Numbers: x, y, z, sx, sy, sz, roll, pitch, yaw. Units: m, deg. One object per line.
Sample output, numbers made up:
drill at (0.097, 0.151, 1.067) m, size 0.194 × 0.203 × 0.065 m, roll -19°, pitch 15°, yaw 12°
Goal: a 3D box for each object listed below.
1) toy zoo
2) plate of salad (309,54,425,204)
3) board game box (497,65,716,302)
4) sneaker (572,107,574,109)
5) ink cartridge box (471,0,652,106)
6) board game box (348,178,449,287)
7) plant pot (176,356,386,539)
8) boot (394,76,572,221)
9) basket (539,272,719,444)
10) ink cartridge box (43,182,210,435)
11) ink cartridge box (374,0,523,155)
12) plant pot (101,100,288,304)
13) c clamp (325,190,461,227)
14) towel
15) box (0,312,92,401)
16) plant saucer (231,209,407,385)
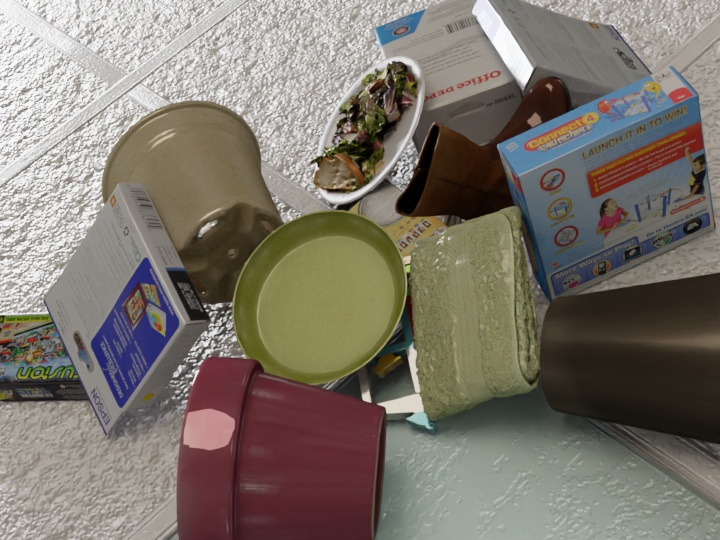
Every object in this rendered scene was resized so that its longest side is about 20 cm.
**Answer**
toy zoo at (0.057, 0.078, 1.403) m, size 0.130 × 0.020 × 0.201 m, roll -14°, pitch 62°, yaw 4°
plate of salad at (0.002, -0.174, 1.596) m, size 0.200 × 0.048 × 0.201 m, roll -36°, pitch 39°, yaw 36°
board game box at (0.259, -0.085, 1.382) m, size 0.199 × 0.196 × 0.056 m, roll -24°, pitch 44°, yaw -2°
sneaker at (0.237, -0.127, 1.527) m, size 0.082 × 0.078 × 0.200 m, roll -33°, pitch 37°, yaw -1°
ink cartridge box at (0.252, -0.256, 1.604) m, size 0.199 × 0.041 × 0.200 m, roll 10°, pitch 34°, yaw -24°
board game box at (0.000, 0.000, 1.503) m, size 0.200 × 0.035 × 0.135 m, roll -41°, pitch 49°, yaw -10°
plant pot at (-0.069, 0.187, 1.278) m, size 0.178 × 0.201 × 0.201 m, roll 4°, pitch 49°, yaw 4°
boot at (0.131, -0.136, 1.432) m, size 0.068 × 0.199 × 0.189 m, roll 40°, pitch 110°, yaw 36°
basket at (0.282, 0.080, 1.268) m, size 0.199 × 0.136 × 0.181 m, roll 0°, pitch 61°, yaw 26°
ink cartridge box at (-0.260, 0.043, 1.469) m, size 0.047 × 0.200 × 0.198 m, roll -3°, pitch 52°, yaw -43°
ink cartridge box at (0.112, -0.244, 1.669) m, size 0.145 × 0.084 × 0.201 m, roll -19°, pitch 45°, yaw 5°
plant pot at (-0.174, -0.064, 1.527) m, size 0.200 × 0.201 × 0.184 m, roll -30°, pitch 43°, yaw -8°
c clamp at (0.035, -0.070, 1.578) m, size 0.199 × 0.027 × 0.171 m, roll 10°, pitch 53°, yaw 29°
towel at (0.110, 0.042, 1.343) m, size 0.148 × 0.036 × 0.201 m, roll -24°, pitch 59°, yaw 36°
box at (-0.360, 0.100, 1.569) m, size 0.199 × 0.035 × 0.110 m, roll -3°, pitch 48°, yaw 19°
plant saucer at (-0.041, 0.032, 1.421) m, size 0.199 × 0.031 × 0.201 m, roll -9°, pitch 64°, yaw 18°
